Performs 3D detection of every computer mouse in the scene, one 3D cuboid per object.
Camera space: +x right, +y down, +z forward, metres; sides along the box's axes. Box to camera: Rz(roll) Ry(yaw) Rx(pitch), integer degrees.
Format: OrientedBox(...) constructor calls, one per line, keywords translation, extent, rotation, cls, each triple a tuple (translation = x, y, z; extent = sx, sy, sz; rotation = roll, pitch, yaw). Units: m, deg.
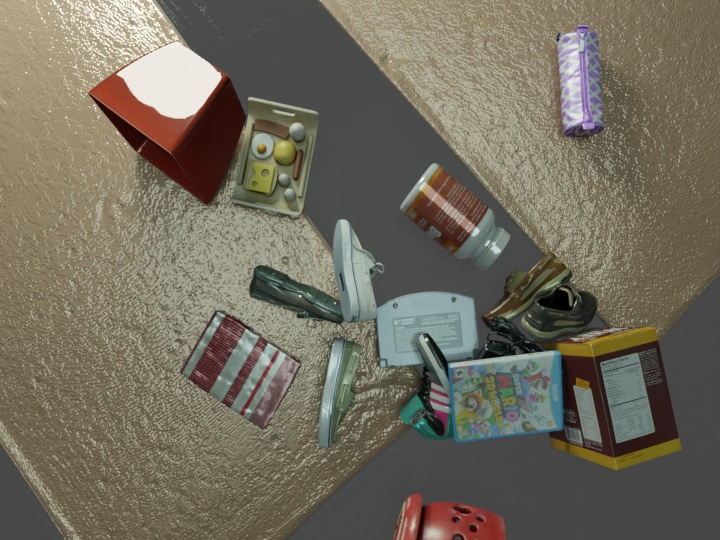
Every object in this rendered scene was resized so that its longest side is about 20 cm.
OrientedBox(translation=(0.257, 0.190, 1.092), extent=(0.137, 0.053, 0.202), rotation=(36, 113, 9), cls="computer mouse")

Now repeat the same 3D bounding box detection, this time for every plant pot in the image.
OrientedBox(translation=(-0.318, -0.276, 1.050), extent=(0.198, 0.201, 0.178), rotation=(35, 77, 12), cls="plant pot")
OrientedBox(translation=(0.142, 0.508, 1.024), extent=(0.177, 0.200, 0.206), rotation=(14, 86, 7), cls="plant pot")

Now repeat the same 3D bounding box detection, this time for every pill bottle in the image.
OrientedBox(translation=(0.180, -0.096, 1.101), extent=(0.199, 0.112, 0.113), rotation=(40, 86, 1), cls="pill bottle")

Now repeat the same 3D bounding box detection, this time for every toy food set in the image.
OrientedBox(translation=(-0.165, -0.216, 1.123), extent=(0.139, 0.060, 0.206), rotation=(11, 86, -2), cls="toy food set")

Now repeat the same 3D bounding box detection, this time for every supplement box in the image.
OrientedBox(translation=(0.424, 0.214, 1.038), extent=(0.129, 0.197, 0.206), rotation=(-10, 87, -14), cls="supplement box")

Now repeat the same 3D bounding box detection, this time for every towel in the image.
OrientedBox(translation=(-0.227, 0.187, 1.116), extent=(0.197, 0.023, 0.146), rotation=(32, 88, 2), cls="towel")

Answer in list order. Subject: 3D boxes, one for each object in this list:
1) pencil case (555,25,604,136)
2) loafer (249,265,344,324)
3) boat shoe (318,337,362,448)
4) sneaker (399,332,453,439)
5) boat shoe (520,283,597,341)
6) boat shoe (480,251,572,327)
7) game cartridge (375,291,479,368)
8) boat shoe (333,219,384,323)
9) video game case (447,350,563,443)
OrientedBox(translation=(0.431, -0.365, 1.140), extent=(0.081, 0.086, 0.206), rotation=(-4, 87, 0), cls="pencil case")
OrientedBox(translation=(-0.119, 0.058, 1.112), extent=(0.196, 0.072, 0.064), rotation=(26, 105, 5), cls="loafer")
OrientedBox(translation=(-0.039, 0.230, 1.094), extent=(0.060, 0.072, 0.206), rotation=(9, 83, 1), cls="boat shoe")
OrientedBox(translation=(0.120, 0.227, 1.082), extent=(0.118, 0.084, 0.204), rotation=(-25, 94, 11), cls="sneaker")
OrientedBox(translation=(0.379, 0.070, 1.077), extent=(0.197, 0.075, 0.074), rotation=(-17, 45, -37), cls="boat shoe")
OrientedBox(translation=(0.309, 0.035, 1.122), extent=(0.197, 0.076, 0.075), rotation=(-32, 83, -12), cls="boat shoe")
OrientedBox(translation=(0.127, 0.110, 1.125), extent=(0.194, 0.042, 0.137), rotation=(-5, 83, -2), cls="game cartridge")
OrientedBox(translation=(0.002, -0.002, 1.099), extent=(0.084, 0.075, 0.207), rotation=(1, 60, -21), cls="boat shoe")
OrientedBox(translation=(0.256, 0.222, 1.029), extent=(0.194, 0.018, 0.147), rotation=(-7, 102, 0), cls="video game case")
